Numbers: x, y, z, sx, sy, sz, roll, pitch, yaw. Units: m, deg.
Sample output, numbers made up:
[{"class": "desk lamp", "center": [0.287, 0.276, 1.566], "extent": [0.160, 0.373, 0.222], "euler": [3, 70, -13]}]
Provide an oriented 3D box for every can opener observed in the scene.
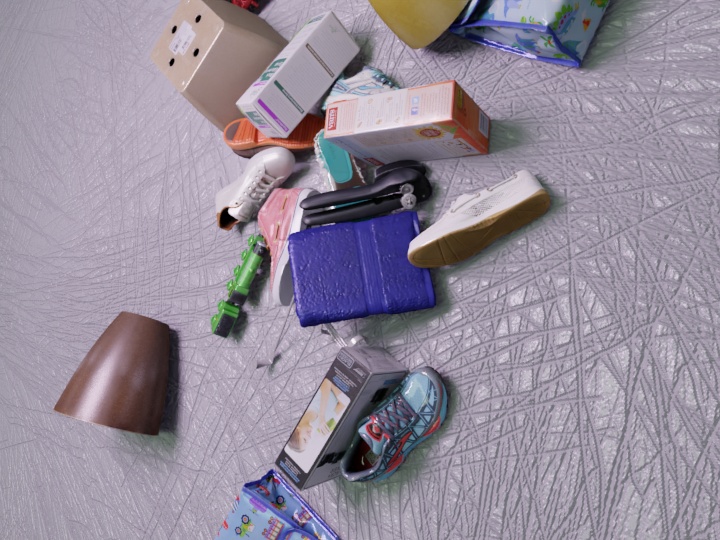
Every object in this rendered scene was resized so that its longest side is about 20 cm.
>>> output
[{"class": "can opener", "center": [0.009, -0.104, 0.815], "extent": [0.199, 0.064, 0.079], "euler": [-20, 29, -4]}]

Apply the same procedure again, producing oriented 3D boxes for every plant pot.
[{"class": "plant pot", "center": [-0.439, 0.186, 1.040], "extent": [0.186, 0.187, 0.201], "euler": [4, 70, 33]}, {"class": "plant pot", "center": [0.067, -0.437, 0.770], "extent": [0.200, 0.141, 0.201], "euler": [-40, 39, 44]}, {"class": "plant pot", "center": [-0.244, -0.367, 0.986], "extent": [0.200, 0.177, 0.200], "euler": [-51, 61, 16]}]

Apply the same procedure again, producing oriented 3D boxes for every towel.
[{"class": "towel", "center": [0.000, 0.000, 0.801], "extent": [0.199, 0.050, 0.148], "euler": [-9, 71, -1]}]

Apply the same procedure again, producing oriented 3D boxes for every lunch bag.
[{"class": "lunch bag", "center": [0.222, -0.384, 0.729], "extent": [0.200, 0.127, 0.171], "euler": [36, 105, 45]}, {"class": "lunch bag", "center": [-0.116, 0.435, 0.845], "extent": [0.200, 0.094, 0.151], "euler": [31, 99, 20]}]

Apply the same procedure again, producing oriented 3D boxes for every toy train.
[{"class": "toy train", "center": [-0.211, 0.027, 0.974], "extent": [0.201, 0.042, 0.056], "euler": [-63, 23, 9]}]

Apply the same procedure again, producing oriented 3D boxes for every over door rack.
[{"class": "over door rack", "center": [-0.076, 0.127, 0.873], "extent": [0.148, 0.066, 0.200], "euler": [48, 120, 30]}]

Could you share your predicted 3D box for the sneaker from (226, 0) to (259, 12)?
[{"class": "sneaker", "center": [-0.198, -0.567, 1.039], "extent": [0.199, 0.079, 0.096], "euler": [-26, 65, 24]}]

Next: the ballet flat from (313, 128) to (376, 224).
[{"class": "ballet flat", "center": [-0.020, -0.128, 0.871], "extent": [0.072, 0.072, 0.201], "euler": [-19, 82, 29]}]

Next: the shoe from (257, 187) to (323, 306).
[{"class": "shoe", "center": [-0.128, -0.043, 0.928], "extent": [0.091, 0.071, 0.201], "euler": [9, 82, 35]}]

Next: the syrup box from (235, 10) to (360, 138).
[{"class": "syrup box", "center": [-0.101, -0.312, 0.892], "extent": [0.200, 0.081, 0.079], "euler": [-51, 31, -10]}]

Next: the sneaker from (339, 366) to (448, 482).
[{"class": "sneaker", "center": [0.044, 0.219, 0.757], "extent": [0.079, 0.095, 0.200], "euler": [39, 104, 30]}]

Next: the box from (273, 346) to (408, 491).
[{"class": "box", "center": [-0.026, 0.208, 0.794], "extent": [0.060, 0.116, 0.201], "euler": [36, 101, 29]}]

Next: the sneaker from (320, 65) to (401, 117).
[{"class": "sneaker", "center": [0.025, -0.277, 0.861], "extent": [0.199, 0.078, 0.087], "euler": [13, 86, 33]}]

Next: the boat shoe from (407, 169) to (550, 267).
[{"class": "boat shoe", "center": [0.151, -0.070, 0.752], "extent": [0.199, 0.071, 0.070], "euler": [-26, 55, 11]}]

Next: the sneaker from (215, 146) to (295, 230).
[{"class": "sneaker", "center": [-0.182, -0.132, 0.966], "extent": [0.200, 0.073, 0.085], "euler": [-33, 48, 36]}]

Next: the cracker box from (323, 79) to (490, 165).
[{"class": "cracker box", "center": [0.066, -0.202, 0.786], "extent": [0.199, 0.134, 0.058], "euler": [0, 82, 32]}]

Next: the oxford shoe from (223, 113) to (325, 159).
[{"class": "oxford shoe", "center": [-0.134, -0.227, 0.966], "extent": [0.199, 0.073, 0.072], "euler": [4, 68, 16]}]
